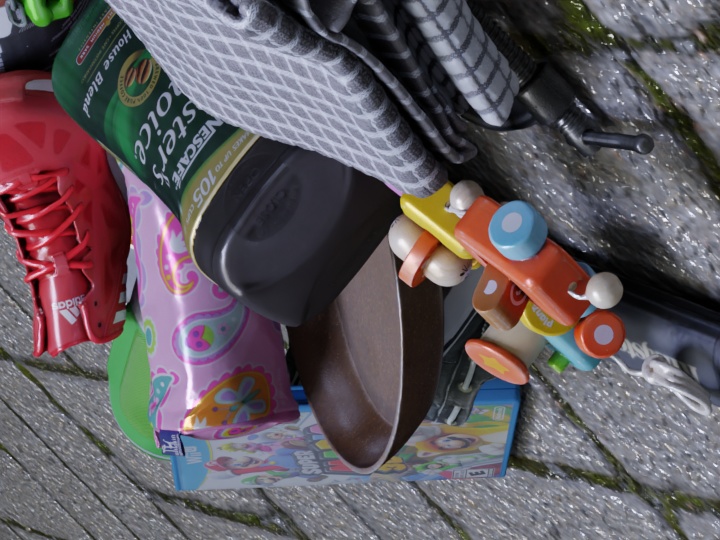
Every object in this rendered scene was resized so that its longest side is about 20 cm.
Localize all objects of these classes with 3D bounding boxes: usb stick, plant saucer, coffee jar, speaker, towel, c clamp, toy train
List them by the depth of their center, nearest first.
[{"bbox_3d":[-0.045,-0.119,1.203,0.200,0.086,0.166,29,165,42],"label":"towel"},{"bbox_3d":[0.032,-0.119,1.239,0.200,0.027,0.171,43,168,-10],"label":"c clamp"},{"bbox_3d":[0.073,0.018,1.252,0.150,0.056,0.200,37,176,37],"label":"toy train"},{"bbox_3d":[0.150,0.035,1.335,0.200,0.033,0.056,24,154,46],"label":"usb stick"},{"bbox_3d":[-0.062,-0.064,1.347,0.085,0.104,0.200,29,-167,-45],"label":"coffee jar"},{"bbox_3d":[0.000,0.000,1.424,0.200,0.034,0.202,171,90,-71],"label":"plant saucer"},{"bbox_3d":[-0.098,0.045,1.642,0.088,0.089,0.200,39,157,6],"label":"speaker"}]

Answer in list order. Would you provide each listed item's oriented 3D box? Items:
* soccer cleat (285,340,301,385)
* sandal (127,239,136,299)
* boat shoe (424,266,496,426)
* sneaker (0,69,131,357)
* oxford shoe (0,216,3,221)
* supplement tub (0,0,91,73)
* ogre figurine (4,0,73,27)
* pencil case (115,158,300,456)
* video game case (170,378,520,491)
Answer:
[{"bbox_3d":[-0.013,0.061,1.698,0.200,0.067,0.082,135,128,-60],"label":"soccer cleat"},{"bbox_3d":[-0.108,-0.026,1.682,0.206,0.059,0.079,-2,145,46],"label":"sandal"},{"bbox_3d":[0.054,0.021,1.464,0.070,0.072,0.200,11,154,-9],"label":"boat shoe"},{"bbox_3d":[-0.159,-0.023,1.517,0.078,0.116,0.200,-12,158,13],"label":"sneaker"},{"bbox_3d":[-0.150,-0.081,1.645,0.070,0.075,0.200,24,153,-33],"label":"oxford shoe"},{"bbox_3d":[-0.190,-0.144,1.508,0.107,0.107,0.200,36,162,17],"label":"supplement tub"},{"bbox_3d":[-0.188,-0.220,1.337,0.097,0.201,0.120,-5,141,1],"label":"ogre figurine"},{"bbox_3d":[-0.086,-0.008,1.495,0.087,0.087,0.201,179,83,-66],"label":"pencil case"},{"bbox_3d":[-0.011,0.096,1.643,0.199,0.018,0.143,-2,159,-2],"label":"video game case"}]
